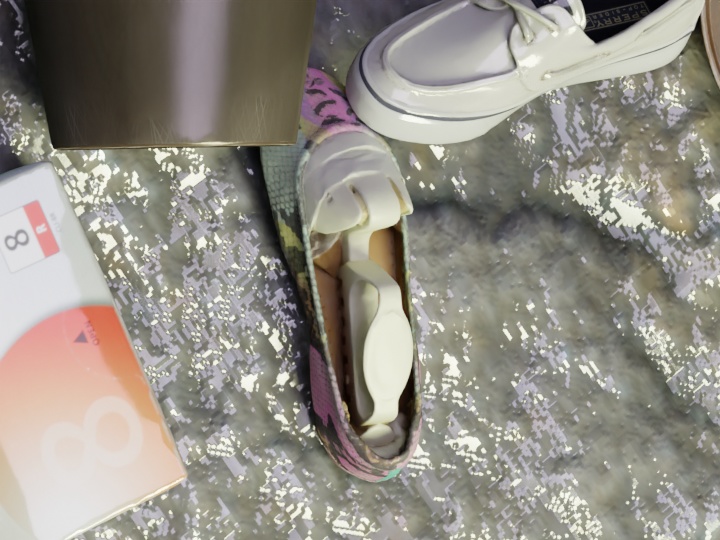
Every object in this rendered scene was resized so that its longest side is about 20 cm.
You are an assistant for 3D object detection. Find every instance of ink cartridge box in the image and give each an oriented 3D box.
[{"bbox_3d":[-0.197,0.061,1.278,0.199,0.050,0.163,-26,97,-25],"label":"ink cartridge box"}]

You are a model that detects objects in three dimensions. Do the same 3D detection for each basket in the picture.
[{"bbox_3d":[-0.085,-0.156,1.292,0.179,0.136,0.202,-2,93,2],"label":"basket"}]

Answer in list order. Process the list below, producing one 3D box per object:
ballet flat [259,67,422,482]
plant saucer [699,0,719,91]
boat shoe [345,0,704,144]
[{"bbox_3d":[0.000,0.000,1.349,0.069,0.071,0.202,-9,90,-21],"label":"ballet flat"},{"bbox_3d":[0.257,-0.134,1.482,0.199,0.034,0.202,1,87,-21],"label":"plant saucer"},{"bbox_3d":[0.086,-0.118,1.380,0.199,0.066,0.072,-13,63,-25],"label":"boat shoe"}]
